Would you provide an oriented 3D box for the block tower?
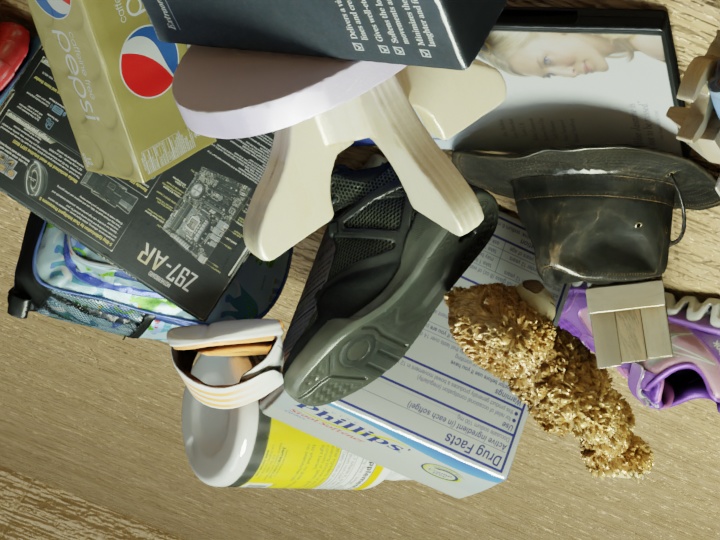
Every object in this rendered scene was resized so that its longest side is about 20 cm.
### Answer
[{"bbox_3d":[0.193,0.033,1.347,0.054,0.058,0.200,-8,179,9],"label":"block tower"}]

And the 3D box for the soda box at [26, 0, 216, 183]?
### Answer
[{"bbox_3d":[-0.159,-0.158,1.164,0.068,0.064,0.201,14,128,47],"label":"soda box"}]

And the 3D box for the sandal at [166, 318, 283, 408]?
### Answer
[{"bbox_3d":[-0.088,0.070,1.362,0.079,0.060,0.207,-5,175,4],"label":"sandal"}]

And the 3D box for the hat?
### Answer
[{"bbox_3d":[0.150,-0.029,1.247,0.199,0.081,0.201,7,174,1],"label":"hat"}]

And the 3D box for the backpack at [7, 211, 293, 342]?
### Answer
[{"bbox_3d":[-0.151,-0.036,1.466,0.199,0.184,0.147,17,161,-19],"label":"backpack"}]

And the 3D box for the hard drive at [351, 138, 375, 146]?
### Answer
[{"bbox_3d":[0.012,-0.128,1.283,0.199,0.025,0.132,1,152,45],"label":"hard drive"}]

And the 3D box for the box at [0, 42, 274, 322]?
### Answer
[{"bbox_3d":[-0.148,-0.084,1.310,0.199,0.161,0.044,32,175,-2],"label":"box"}]

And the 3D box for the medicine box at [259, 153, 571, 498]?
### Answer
[{"bbox_3d":[0.046,0.045,1.445,0.181,0.201,0.103,24,161,-9],"label":"medicine box"}]

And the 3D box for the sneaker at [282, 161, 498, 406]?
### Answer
[{"bbox_3d":[0.000,0.000,1.353,0.114,0.200,0.076,40,-175,39],"label":"sneaker"}]

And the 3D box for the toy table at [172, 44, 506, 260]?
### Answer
[{"bbox_3d":[-0.001,-0.101,1.069,0.184,0.199,0.117,51,166,52],"label":"toy table"}]

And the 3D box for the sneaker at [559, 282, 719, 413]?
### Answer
[{"bbox_3d":[0.224,0.062,1.481,0.199,0.089,0.080,11,160,31],"label":"sneaker"}]

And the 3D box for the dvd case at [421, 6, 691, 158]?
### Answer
[{"bbox_3d":[0.100,-0.117,1.176,0.199,0.018,0.143,4,152,19],"label":"dvd case"}]

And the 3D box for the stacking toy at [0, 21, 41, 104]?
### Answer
[{"bbox_3d":[-0.334,-0.190,1.402,0.109,0.116,0.200,-6,134,52],"label":"stacking toy"}]

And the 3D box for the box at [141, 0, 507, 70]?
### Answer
[{"bbox_3d":[-0.030,-0.198,0.972,0.199,0.107,0.149,9,144,30],"label":"box"}]

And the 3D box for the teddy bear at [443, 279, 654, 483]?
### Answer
[{"bbox_3d":[0.145,0.071,1.343,0.067,0.145,0.200,-36,105,19],"label":"teddy bear"}]

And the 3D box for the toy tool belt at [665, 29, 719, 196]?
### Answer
[{"bbox_3d":[0.224,-0.094,1.005,0.124,0.123,0.200,2,153,43],"label":"toy tool belt"}]

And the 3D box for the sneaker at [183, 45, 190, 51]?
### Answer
[{"bbox_3d":[-0.104,-0.163,1.200,0.199,0.100,0.075,15,162,22],"label":"sneaker"}]

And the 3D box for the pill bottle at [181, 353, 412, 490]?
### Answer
[{"bbox_3d":[-0.035,0.121,1.535,0.199,0.115,0.114,5,171,-32],"label":"pill bottle"}]
